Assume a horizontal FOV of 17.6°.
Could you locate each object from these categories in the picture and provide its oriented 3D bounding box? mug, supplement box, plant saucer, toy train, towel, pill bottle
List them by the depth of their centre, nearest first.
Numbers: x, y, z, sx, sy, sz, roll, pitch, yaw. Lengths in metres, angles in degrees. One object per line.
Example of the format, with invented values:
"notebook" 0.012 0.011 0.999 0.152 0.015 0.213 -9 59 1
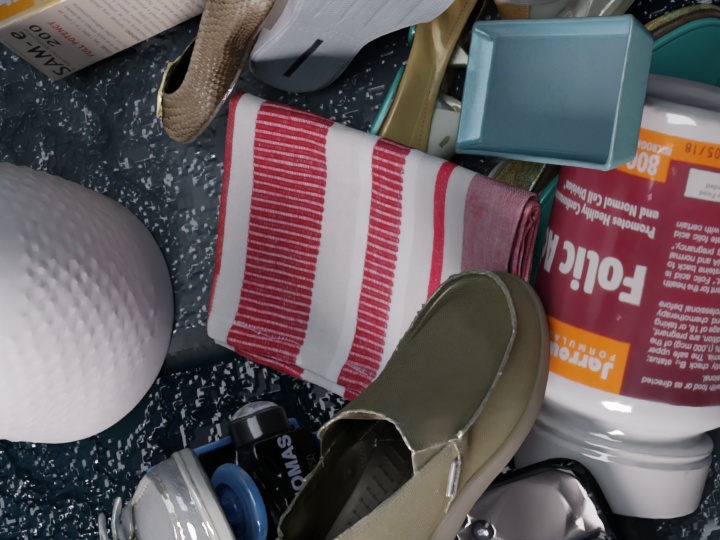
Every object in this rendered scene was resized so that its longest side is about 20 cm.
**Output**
"plant saucer" 0.091 -0.086 1.124 0.019 0.200 0.070 8 92 -19
"pill bottle" 0.141 0.011 1.142 0.114 0.114 0.201 16 103 21
"toy train" -0.036 0.168 1.204 0.114 0.086 0.201 -26 82 58
"towel" 0.000 0.000 1.209 0.199 0.023 0.145 22 114 34
"mug" -0.221 0.029 1.251 0.200 0.175 0.148 -35 73 12
"supplement box" -0.115 -0.208 1.290 0.199 0.074 0.127 -23 65 15

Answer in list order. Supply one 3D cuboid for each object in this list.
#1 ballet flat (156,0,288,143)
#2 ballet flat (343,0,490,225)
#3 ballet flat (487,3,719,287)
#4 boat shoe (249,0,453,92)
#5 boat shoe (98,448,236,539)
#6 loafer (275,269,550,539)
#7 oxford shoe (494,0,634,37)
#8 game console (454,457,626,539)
"ballet flat" -0.077 -0.126 1.224 0.046 0.200 0.068 22 65 -11
"ballet flat" 0.045 -0.105 1.236 0.063 0.069 0.201 19 91 5
"ballet flat" 0.112 -0.065 1.210 0.071 0.071 0.200 39 94 20
"boat shoe" -0.005 -0.158 1.208 0.200 0.073 0.067 -27 50 55
"boat shoe" -0.106 0.164 1.173 0.065 0.202 0.075 -17 61 -26
"loafer" 0.025 0.076 1.081 0.075 0.068 0.201 6 59 39
"oxford shoe" 0.138 -0.194 1.201 0.200 0.058 0.075 -52 29 0
"game console" 0.060 0.217 1.118 0.175 0.116 0.201 -21 102 30
